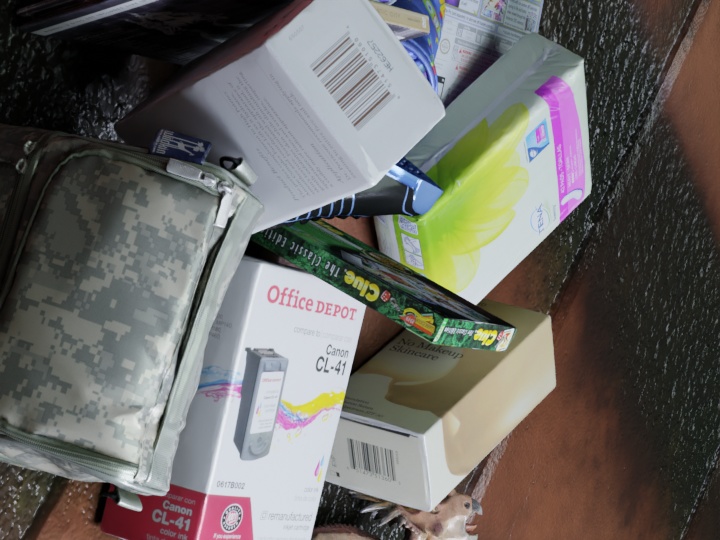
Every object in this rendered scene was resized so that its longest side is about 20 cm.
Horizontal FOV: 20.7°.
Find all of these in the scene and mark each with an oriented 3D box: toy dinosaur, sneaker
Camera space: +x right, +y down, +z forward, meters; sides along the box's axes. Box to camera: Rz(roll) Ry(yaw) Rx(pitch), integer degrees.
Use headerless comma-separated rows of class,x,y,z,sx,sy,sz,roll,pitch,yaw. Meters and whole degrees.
toy dinosaur,-0.007,0.224,1.509,0.199,0.086,0.137,5,86,-42
sneaker,-0.037,-0.062,1.299,0.199,0.070,0.078,21,106,-35

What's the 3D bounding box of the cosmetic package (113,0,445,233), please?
cosmetic package,-0.050,-0.086,1.127,0.074,0.200,0.102,-44,105,-29

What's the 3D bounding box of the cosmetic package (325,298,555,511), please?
cosmetic package,0.062,0.099,1.547,0.200,0.105,0.072,-40,133,-47

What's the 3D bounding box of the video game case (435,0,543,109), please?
video game case,0.077,-0.206,1.516,0.200,0.045,0.183,7,96,-59

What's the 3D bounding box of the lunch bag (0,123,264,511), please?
lunch bag,-0.151,0.021,1.113,0.139,0.167,0.201,32,73,-57

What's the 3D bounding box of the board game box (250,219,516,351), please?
board game box,0.000,0.000,1.320,0.105,0.199,0.024,6,110,-57

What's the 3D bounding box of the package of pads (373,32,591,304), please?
package of pads,0.095,-0.063,1.519,0.200,0.068,0.155,-42,147,-23

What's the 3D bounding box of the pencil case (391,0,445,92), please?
pencil case,0.018,-0.150,1.329,0.087,0.078,0.200,61,15,-21

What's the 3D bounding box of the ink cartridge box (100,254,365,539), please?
ink cartridge box,-0.082,0.091,1.330,0.147,0.085,0.201,14,91,-58

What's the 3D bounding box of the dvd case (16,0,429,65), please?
dvd case,-0.079,-0.147,1.162,0.199,0.148,0.016,6,79,-48

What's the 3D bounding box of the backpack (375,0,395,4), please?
backpack,-0.056,-0.241,1.204,0.199,0.150,0.179,-5,106,-52
